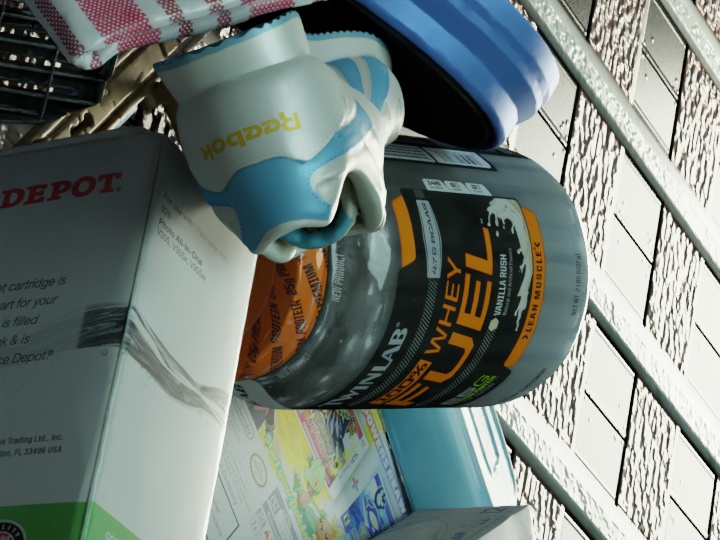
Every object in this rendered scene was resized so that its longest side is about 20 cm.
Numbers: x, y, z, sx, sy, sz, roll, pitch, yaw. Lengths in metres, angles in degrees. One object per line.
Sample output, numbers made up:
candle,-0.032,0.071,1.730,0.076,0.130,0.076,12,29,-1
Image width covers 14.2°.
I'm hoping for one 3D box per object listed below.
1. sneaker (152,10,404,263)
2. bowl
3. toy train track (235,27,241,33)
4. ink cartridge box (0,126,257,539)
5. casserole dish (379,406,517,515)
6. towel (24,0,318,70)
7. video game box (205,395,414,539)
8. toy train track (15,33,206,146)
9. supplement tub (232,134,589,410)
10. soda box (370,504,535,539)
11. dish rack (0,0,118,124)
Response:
sneaker,-0.024,-0.046,1.089,0.200,0.076,0.081,-9,79,-76
bowl,-0.011,-0.116,1.206,0.039,0.200,0.201,-58,139,-8
toy train track,-0.019,-0.075,1.417,0.200,0.032,0.115,47,36,-54
ink cartridge box,-0.129,0.059,1.070,0.084,0.146,0.200,47,45,-47
casserole dish,0.037,0.059,1.430,0.121,0.039,0.200,-56,130,-75
towel,-0.051,-0.144,1.072,0.200,0.146,0.030,-18,141,-25
video game box,-0.038,0.123,1.317,0.182,0.047,0.200,-47,123,-52
toy train track,-0.096,-0.084,1.263,0.200,0.032,0.115,-51,126,-51
supplement tub,0.000,0.000,1.257,0.200,0.122,0.123,2,82,-51
soda box,0.013,0.164,1.287,0.200,0.063,0.068,-26,107,-58
dish rack,-0.147,-0.159,1.121,0.153,0.055,0.200,8,100,-31
